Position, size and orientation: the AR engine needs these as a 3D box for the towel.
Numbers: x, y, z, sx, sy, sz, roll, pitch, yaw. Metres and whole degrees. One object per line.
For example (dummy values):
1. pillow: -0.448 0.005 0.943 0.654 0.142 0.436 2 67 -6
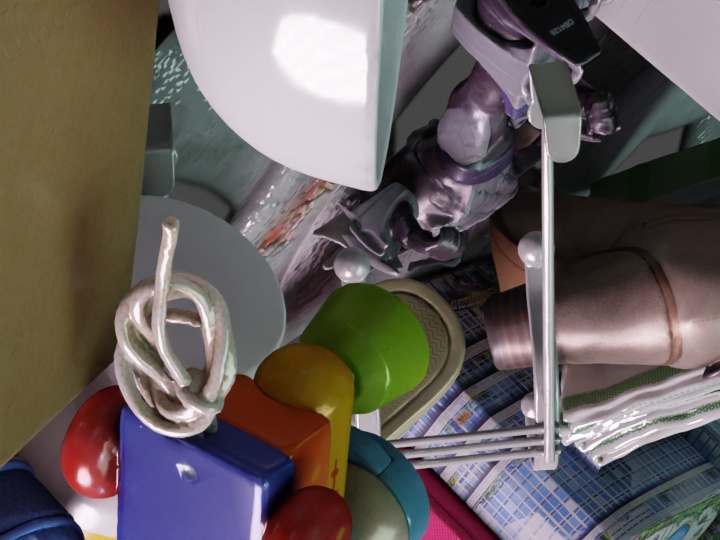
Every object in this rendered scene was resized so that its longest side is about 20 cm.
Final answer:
1. towel: 0.160 -0.002 1.256 0.149 0.031 0.200 -18 -153 20

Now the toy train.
1. toy train: -0.021 0.039 0.857 0.116 0.085 0.200 -42 148 -43

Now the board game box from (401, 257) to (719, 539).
1. board game box: 0.122 0.069 1.302 0.200 0.200 0.062 -18 146 -54

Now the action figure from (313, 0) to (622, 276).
1. action figure: 0.048 -0.055 1.117 0.130 0.069 0.200 -45 167 -33

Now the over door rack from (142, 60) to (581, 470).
1. over door rack: 0.000 0.000 1.040 0.148 0.067 0.200 -6 139 -4

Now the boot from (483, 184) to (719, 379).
1. boot: 0.126 -0.004 1.195 0.146 0.070 0.200 -13 -163 8

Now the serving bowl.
1. serving bowl: -0.017 -0.123 0.766 0.200 0.066 0.200 6 90 -88

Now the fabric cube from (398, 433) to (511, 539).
1. fabric cube: 0.033 0.180 1.337 0.200 0.199 0.196 -53 158 17

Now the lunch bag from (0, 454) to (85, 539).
1. lunch bag: -0.172 0.111 0.895 0.136 0.132 0.200 -23 150 -48

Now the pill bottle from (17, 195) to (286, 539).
1. pill bottle: -0.096 0.066 0.977 0.104 0.104 0.200 -27 158 -43

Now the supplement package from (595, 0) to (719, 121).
1. supplement package: 0.220 -0.108 1.162 0.152 0.200 0.151 -55 159 20

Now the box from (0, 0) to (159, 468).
1. box: -0.098 -0.018 0.742 0.200 0.021 0.164 -48 148 -63

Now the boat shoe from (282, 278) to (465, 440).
1. boat shoe: -0.044 0.080 1.171 0.200 0.075 0.068 -32 172 -6
